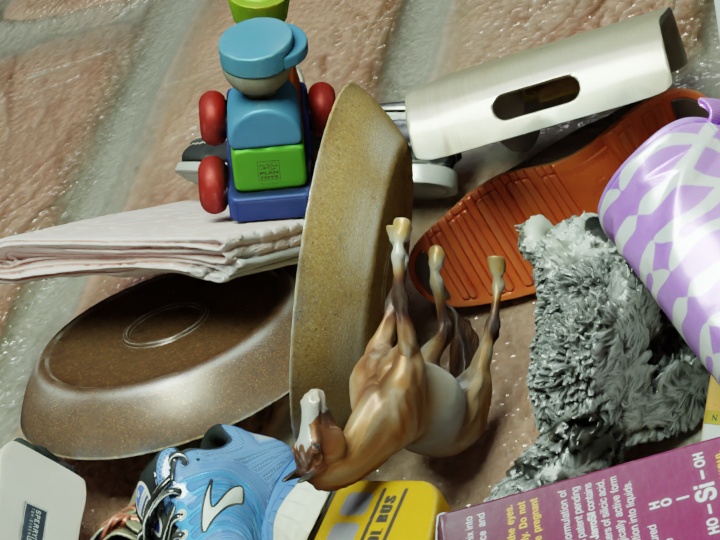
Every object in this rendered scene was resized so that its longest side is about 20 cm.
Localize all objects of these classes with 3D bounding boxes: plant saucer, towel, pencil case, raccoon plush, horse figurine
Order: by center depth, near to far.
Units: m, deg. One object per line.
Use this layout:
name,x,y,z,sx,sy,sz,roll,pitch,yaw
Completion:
pencil case,0.189,0.018,0.810,0.084,0.086,0.200,-2,45,-43
horse figurine,0.031,0.049,0.918,0.050,0.200,0.133,5,85,23
raccoon plush,0.094,0.045,0.935,0.200,0.097,0.134,-38,29,-15
plant saucer,0.000,0.000,0.973,0.035,0.200,0.200,7,43,8
plant saucer,-0.112,0.044,1.069,0.200,0.035,0.200,-15,24,7
towel,-0.100,-0.019,1.103,0.191,0.032,0.200,1,8,33

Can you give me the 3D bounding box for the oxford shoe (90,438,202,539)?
oxford shoe,-0.103,0.143,0.942,0.070,0.075,0.200,-20,34,14

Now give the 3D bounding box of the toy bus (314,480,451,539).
toy bus,-0.003,0.190,0.826,0.078,0.065,0.200,-3,41,30

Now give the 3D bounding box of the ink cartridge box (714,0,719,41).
ink cartridge box,0.260,-0.175,0.969,0.084,0.200,0.176,1,22,36

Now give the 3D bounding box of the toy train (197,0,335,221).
toy train,-0.058,-0.130,1.082,0.084,0.116,0.200,-4,39,-1

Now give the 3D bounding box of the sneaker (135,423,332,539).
sneaker,-0.077,0.139,0.871,0.089,0.079,0.200,27,25,-1

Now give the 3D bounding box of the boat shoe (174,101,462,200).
boat shoe,-0.028,-0.080,1.165,0.200,0.074,0.060,1,79,30

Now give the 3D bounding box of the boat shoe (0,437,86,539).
boat shoe,-0.193,0.177,0.936,0.093,0.075,0.200,-55,12,21

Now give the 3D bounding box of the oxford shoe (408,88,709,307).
oxford shoe,0.118,-0.040,1.059,0.200,0.071,0.073,-28,9,1

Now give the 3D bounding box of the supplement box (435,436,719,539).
supplement box,0.145,0.150,0.728,0.200,0.131,0.103,-17,36,12

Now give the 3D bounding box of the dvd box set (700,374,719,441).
dvd box set,0.245,-0.005,0.854,0.146,0.029,0.200,5,80,36

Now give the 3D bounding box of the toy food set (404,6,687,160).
toy food set,0.115,-0.100,1.041,0.143,0.061,0.200,-15,7,14
